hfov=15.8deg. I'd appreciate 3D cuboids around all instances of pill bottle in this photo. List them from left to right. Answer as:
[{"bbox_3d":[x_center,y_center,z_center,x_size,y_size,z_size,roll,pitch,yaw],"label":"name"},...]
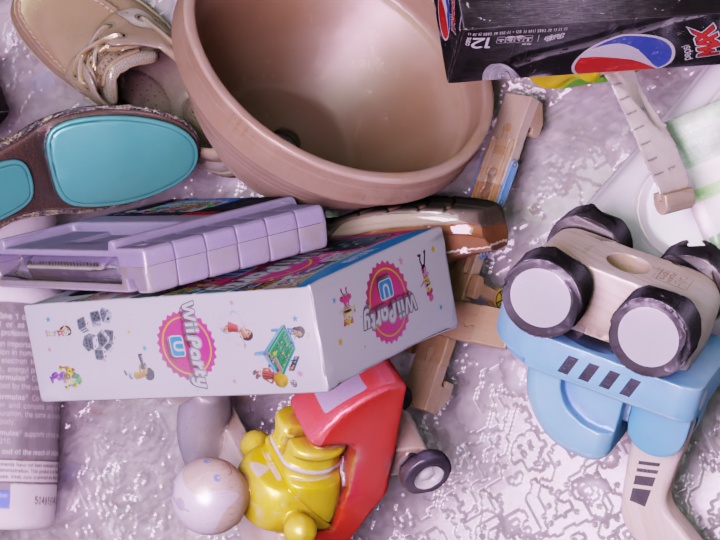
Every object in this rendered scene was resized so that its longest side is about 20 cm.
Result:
[{"bbox_3d":[-0.242,0.060,1.618,0.114,0.114,0.200,1,85,18],"label":"pill bottle"}]

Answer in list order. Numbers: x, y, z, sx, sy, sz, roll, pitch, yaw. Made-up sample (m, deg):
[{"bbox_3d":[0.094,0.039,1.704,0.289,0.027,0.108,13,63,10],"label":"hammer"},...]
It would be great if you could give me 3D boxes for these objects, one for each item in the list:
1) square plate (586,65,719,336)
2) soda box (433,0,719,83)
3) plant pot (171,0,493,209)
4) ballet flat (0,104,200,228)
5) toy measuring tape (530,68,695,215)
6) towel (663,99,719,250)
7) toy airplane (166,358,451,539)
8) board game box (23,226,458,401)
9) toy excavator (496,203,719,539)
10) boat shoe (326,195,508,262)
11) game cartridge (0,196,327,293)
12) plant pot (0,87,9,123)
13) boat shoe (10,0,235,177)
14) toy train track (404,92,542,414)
[{"bbox_3d":[0.257,-0.043,1.515,0.198,0.028,0.200,42,98,17],"label":"square plate"},{"bbox_3d":[0.145,-0.156,1.478,0.200,0.063,0.071,-4,66,-9],"label":"soda box"},{"bbox_3d":[-0.028,-0.104,1.554,0.201,0.201,0.093,49,136,16],"label":"plant pot"},{"bbox_3d":[-0.199,-0.063,1.567,0.200,0.075,0.068,-18,115,-20],"label":"ballet flat"},{"bbox_3d":[0.136,-0.110,1.534,0.074,0.074,0.200,-28,71,13],"label":"toy measuring tape"},{"bbox_3d":[0.275,-0.021,1.480,0.152,0.023,0.200,-23,79,15],"label":"towel"},{"bbox_3d":[-0.056,0.146,1.516,0.200,0.141,0.199,-5,76,51],"label":"toy airplane"},{"bbox_3d":[-0.067,0.027,1.484,0.200,0.147,0.064,-4,101,32],"label":"board game box"},{"bbox_3d":[0.162,0.087,1.485,0.194,0.100,0.200,21,118,15],"label":"toy excavator"},{"bbox_3d":[0.000,0.000,1.566,0.200,0.076,0.074,-9,94,33],"label":"boat shoe"},{"bbox_3d":[-0.124,-0.016,1.517,0.200,0.130,0.038,1,107,54],"label":"game cartridge"},{"bbox_3d":[-0.337,-0.118,1.599,0.199,0.200,0.177,-41,87,10],"label":"plant pot"},{"bbox_3d":[-0.146,-0.129,1.631,0.200,0.065,0.072,37,96,17],"label":"boat shoe"},{"bbox_3d":[0.073,-0.008,1.565,0.115,0.033,0.200,12,81,47],"label":"toy train track"}]
